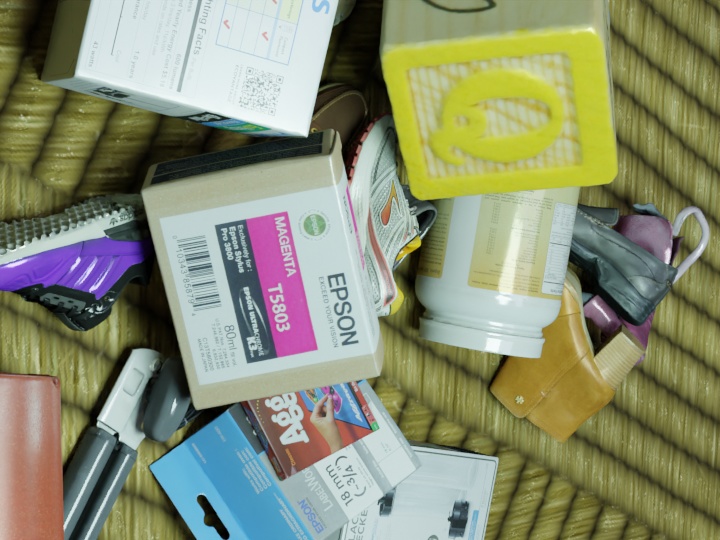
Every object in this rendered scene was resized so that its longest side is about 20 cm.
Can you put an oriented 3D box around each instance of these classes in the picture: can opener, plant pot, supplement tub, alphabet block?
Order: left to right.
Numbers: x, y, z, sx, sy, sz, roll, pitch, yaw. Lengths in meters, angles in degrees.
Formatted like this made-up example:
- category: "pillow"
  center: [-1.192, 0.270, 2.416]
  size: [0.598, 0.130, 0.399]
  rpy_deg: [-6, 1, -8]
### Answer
- category: "plant pot"
  center: [-0.307, 0.174, 1.437]
  size: [0.200, 0.200, 0.197]
  rpy_deg: [7, 84, -43]
- category: "can opener"
  center: [-0.205, 0.158, 1.599]
  size: [0.053, 0.067, 0.201]
  rpy_deg: [38, 69, -39]
- category: "supplement tub"
  center: [0.130, -0.024, 1.826]
  size: [0.144, 0.144, 0.202]
  rpy_deg: [8, 92, -43]
- category: "alphabet block"
  center: [0.126, -0.204, 1.682]
  size: [0.197, 0.193, 0.201]
  rpy_deg: [72, 16, -48]

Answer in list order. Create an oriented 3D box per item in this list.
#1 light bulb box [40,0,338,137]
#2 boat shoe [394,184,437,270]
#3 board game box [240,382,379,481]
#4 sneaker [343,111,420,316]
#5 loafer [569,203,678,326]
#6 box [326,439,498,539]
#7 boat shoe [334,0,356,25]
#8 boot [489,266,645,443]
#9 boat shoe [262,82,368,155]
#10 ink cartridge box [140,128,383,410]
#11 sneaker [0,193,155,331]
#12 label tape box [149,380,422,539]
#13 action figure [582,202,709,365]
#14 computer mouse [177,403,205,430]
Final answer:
- category: "light bulb box"
  center: [-0.130, -0.223, 1.523]
  size: [0.198, 0.125, 0.200]
  rpy_deg: [14, 89, -22]
- category: "boat shoe"
  center: [0.000, 0.000, 1.758]
  size: [0.201, 0.057, 0.067]
  rpy_deg: [-55, 153, -22]
- category: "board game box"
  center: [-0.072, 0.073, 1.667]
  size: [0.102, 0.019, 0.201]
  rpy_deg: [-26, 85, -26]
- category: "sneaker"
  center: [0.015, -0.048, 1.720]
  size: [0.081, 0.078, 0.202]
  rpy_deg: [14, 69, -11]
- category: "loafer"
  center: [0.235, -0.037, 1.922]
  size: [0.072, 0.073, 0.200]
  rpy_deg: [-44, 92, -5]
- category: "box"
  center: [0.039, 0.224, 1.842]
  size: [0.199, 0.060, 0.118]
  rpy_deg: [14, 87, -43]
- category: "boat shoe"
  center: [-0.035, -0.249, 1.681]
  size: [0.200, 0.074, 0.069]
  rpy_deg: [-40, 116, -32]
- category: "boot"
  center: [0.177, 0.068, 1.931]
  size: [0.144, 0.201, 0.071]
  rpy_deg: [-45, 176, 14]
- category: "boat shoe"
  center: [-0.055, -0.096, 1.694]
  size: [0.200, 0.067, 0.072]
  rpy_deg: [-44, 124, -29]
- category: "ink cartridge box"
  center: [-0.079, 0.000, 1.568]
  size: [0.163, 0.075, 0.202]
  rpy_deg: [-11, 109, 6]
- category: "sneaker"
  center: [-0.243, 0.006, 1.536]
  size: [0.199, 0.069, 0.100]
  rpy_deg: [-19, 112, -39]
- category: "label tape box"
  center: [-0.064, 0.173, 1.685]
  size: [0.199, 0.063, 0.145]
  rpy_deg: [-34, 88, -29]
- category: "action figure"
  center: [0.291, 0.042, 1.995]
  size: [0.134, 0.148, 0.202]
  rpy_deg: [41, 56, -45]
- category: "computer mouse"
  center: [-0.115, 0.062, 1.690]
  size: [0.201, 0.034, 0.059]
  rpy_deg: [-56, 130, -20]
